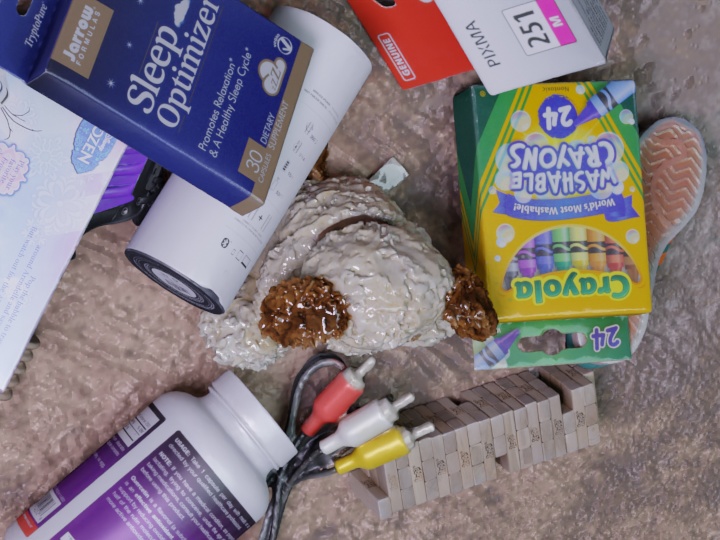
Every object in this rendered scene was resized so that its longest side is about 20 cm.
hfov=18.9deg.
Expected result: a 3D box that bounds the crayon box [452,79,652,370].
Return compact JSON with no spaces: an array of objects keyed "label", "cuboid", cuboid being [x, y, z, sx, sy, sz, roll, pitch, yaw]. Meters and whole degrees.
[{"label":"crayon box","cuboid":[0.139,-0.033,1.552,0.125,0.052,0.202,-3,87,-15]}]

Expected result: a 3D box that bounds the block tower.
[{"label":"block tower","cuboid":[0.089,0.124,1.640,0.199,0.054,0.058,-19,115,-19]}]

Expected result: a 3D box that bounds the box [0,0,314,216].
[{"label":"box","cuboid":[-0.128,-0.134,1.340,0.199,0.032,0.122,30,60,-25]}]

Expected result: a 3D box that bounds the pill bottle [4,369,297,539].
[{"label":"pill bottle","cuboid":[-0.143,0.163,1.508,0.200,0.112,0.113,-40,121,-7]}]

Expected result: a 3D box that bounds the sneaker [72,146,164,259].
[{"label":"sneaker","cuboid":[-0.157,-0.086,1.436,0.200,0.070,0.099,-44,122,5]}]

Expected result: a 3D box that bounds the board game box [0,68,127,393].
[{"label":"board game box","cuboid":[-0.264,-0.058,1.339,0.198,0.043,0.201,27,82,-6]}]

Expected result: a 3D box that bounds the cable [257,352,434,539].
[{"label":"cable","cuboid":[-0.047,0.139,1.569,0.200,0.050,0.097,-41,96,6]}]

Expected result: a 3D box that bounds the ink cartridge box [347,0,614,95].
[{"label":"ink cartridge box","cuboid":[0.050,-0.203,1.439,0.200,0.173,0.044,56,36,-30]}]

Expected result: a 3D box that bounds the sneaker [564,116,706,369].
[{"label":"sneaker","cuboid":[0.198,-0.021,1.637,0.071,0.080,0.201,25,78,-9]}]

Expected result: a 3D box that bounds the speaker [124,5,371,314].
[{"label":"speaker","cuboid":[-0.073,-0.075,1.444,0.081,0.081,0.201,38,75,-31]}]

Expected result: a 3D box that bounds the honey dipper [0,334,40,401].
[{"label":"honey dipper","cuboid":[-0.280,0.126,1.474,0.038,0.038,0.201,25,99,-31]}]

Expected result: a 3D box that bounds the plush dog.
[{"label":"plush dog","cuboid":[0.000,0.000,1.480,0.199,0.172,0.162,-7,112,-23]}]
